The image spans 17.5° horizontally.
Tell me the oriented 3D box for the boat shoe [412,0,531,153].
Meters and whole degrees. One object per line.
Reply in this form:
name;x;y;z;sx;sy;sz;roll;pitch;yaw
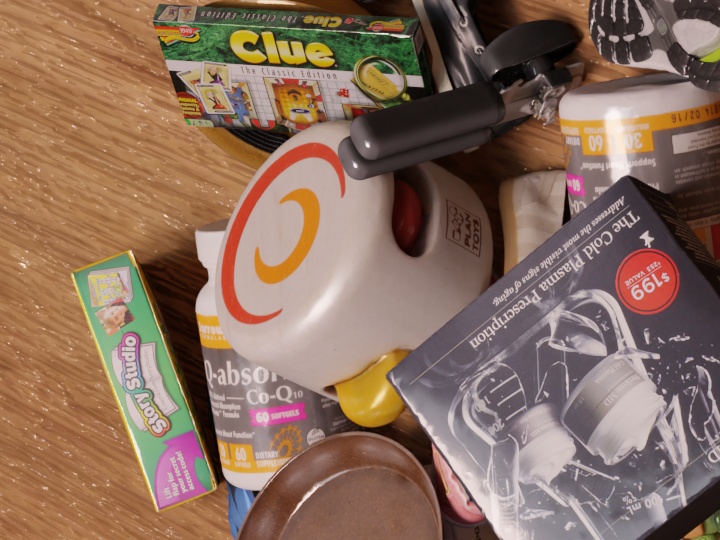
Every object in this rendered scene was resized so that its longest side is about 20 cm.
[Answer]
boat shoe;0.072;-0.188;1.662;0.066;0.074;0.201;-18;85;8

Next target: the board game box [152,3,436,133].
board game box;-0.044;-0.140;1.666;0.199;0.024;0.105;5;136;21

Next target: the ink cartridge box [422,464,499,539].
ink cartridge box;0.031;0.229;1.805;0.199;0.083;0.146;-6;98;42

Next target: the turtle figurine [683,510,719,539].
turtle figurine;0.170;0.178;1.605;0.194;0.144;0.201;12;69;58

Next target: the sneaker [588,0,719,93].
sneaker;0.219;-0.162;1.530;0.200;0.080;0.074;37;125;52

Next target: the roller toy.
roller toy;0.000;0.000;1.656;0.183;0.139;0.200;-61;33;3

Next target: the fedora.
fedora;-0.042;-0.150;1.738;0.199;0.082;0.201;13;139;12

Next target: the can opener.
can opener;0.069;-0.114;1.599;0.067;0.199;0.053;56;148;18

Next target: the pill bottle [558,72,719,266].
pill bottle;0.199;-0.026;1.554;0.116;0.116;0.201;0;102;42

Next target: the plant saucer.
plant saucer;-0.012;0.217;1.697;0.199;0.034;0.201;-20;58;34

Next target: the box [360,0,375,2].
box;-0.026;-0.312;1.728;0.136;0.040;0.201;21;116;36

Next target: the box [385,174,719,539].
box;0.154;0.077;1.441;0.200;0.104;0.182;-40;73;13

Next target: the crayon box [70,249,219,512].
crayon box;-0.172;0.091;1.901;0.173;0.058;0.201;135;114;-85

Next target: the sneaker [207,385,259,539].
sneaker;-0.091;0.176;1.915;0.078;0.066;0.201;-25;85;47

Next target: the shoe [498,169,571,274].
shoe;0.133;0.019;1.629;0.053;0.070;0.201;-13;63;20

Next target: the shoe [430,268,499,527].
shoe;0.083;0.081;1.675;0.091;0.071;0.202;127;144;-77

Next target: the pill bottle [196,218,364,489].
pill bottle;-0.065;0.059;1.810;0.116;0.116;0.201;-2;101;42
